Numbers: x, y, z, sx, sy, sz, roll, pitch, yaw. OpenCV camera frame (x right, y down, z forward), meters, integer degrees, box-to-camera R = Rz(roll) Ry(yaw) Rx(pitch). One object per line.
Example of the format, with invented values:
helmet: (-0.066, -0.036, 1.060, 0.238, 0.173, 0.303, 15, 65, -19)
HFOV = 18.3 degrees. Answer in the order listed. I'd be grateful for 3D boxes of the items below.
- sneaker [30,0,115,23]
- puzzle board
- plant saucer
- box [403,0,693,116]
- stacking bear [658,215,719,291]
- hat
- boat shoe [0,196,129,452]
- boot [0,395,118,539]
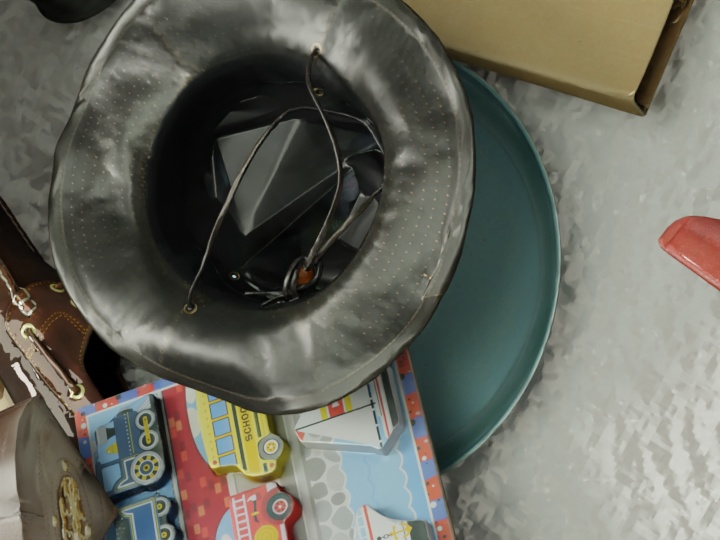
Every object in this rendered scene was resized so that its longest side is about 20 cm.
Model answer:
sneaker: (-0.147, -0.221, 1.040, 0.076, 0.091, 0.200, -7, 79, 29)
puzzle board: (-0.036, 0.119, 0.902, 0.151, 0.017, 0.200, -21, 59, 12)
plant saucer: (0.000, 0.000, 0.968, 0.200, 0.027, 0.200, -4, 82, 29)
box: (0.061, -0.166, 0.943, 0.200, 0.021, 0.164, 20, 84, 29)
stacking bear: (0.221, -0.051, 0.809, 0.114, 0.121, 0.200, 38, 95, 29)
hat: (-0.027, -0.035, 0.926, 0.200, 0.081, 0.201, -3, 83, 29)
boat shoe: (-0.135, 0.040, 1.017, 0.070, 0.070, 0.200, -32, 77, 18)
boot: (-0.189, 0.161, 0.940, 0.200, 0.064, 0.187, -15, 77, 25)
